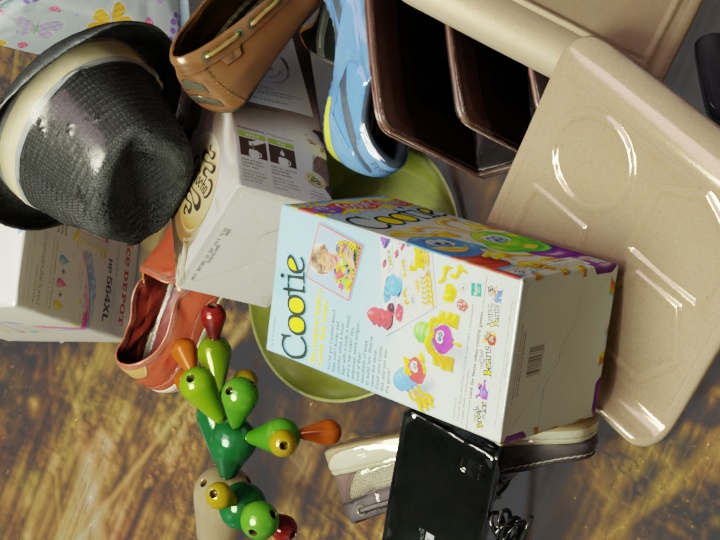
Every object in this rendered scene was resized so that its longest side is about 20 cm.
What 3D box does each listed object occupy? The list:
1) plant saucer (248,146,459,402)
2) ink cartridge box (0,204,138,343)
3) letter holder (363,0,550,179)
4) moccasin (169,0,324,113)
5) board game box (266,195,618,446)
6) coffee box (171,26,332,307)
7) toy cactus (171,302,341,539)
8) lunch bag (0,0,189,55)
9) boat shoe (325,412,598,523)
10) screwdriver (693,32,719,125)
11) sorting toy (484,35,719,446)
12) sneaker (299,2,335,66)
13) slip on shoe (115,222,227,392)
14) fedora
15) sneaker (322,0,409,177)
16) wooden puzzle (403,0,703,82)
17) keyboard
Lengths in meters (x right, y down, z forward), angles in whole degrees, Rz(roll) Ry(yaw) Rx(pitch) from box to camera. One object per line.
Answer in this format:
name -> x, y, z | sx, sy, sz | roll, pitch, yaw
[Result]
plant saucer -> 0.000, 0.000, 1.156 | 0.200, 0.031, 0.201 | -12, 71, 36
ink cartridge box -> -0.272, -0.015, 1.286 | 0.125, 0.200, 0.129 | 0, 79, 22
letter holder -> 0.079, -0.184, 1.065 | 0.100, 0.142, 0.201 | -14, 70, 35
moccasin -> -0.071, -0.209, 1.112 | 0.074, 0.078, 0.202 | 21, 67, 40
board game box -> 0.049, 0.024, 1.008 | 0.200, 0.103, 0.105 | 19, 109, 39
coffee box -> -0.087, -0.089, 1.169 | 0.113, 0.080, 0.200 | -53, 34, 39
toy cactus -> -0.089, 0.136, 1.152 | 0.200, 0.102, 0.165 | 56, 145, 41
lunch bag -> -0.240, -0.286, 1.326 | 0.127, 0.169, 0.201 | -26, 61, 45
boat shoe -> 0.070, 0.132, 1.045 | 0.200, 0.072, 0.065 | -12, 93, 28
screwdriver -> 0.238, -0.060, 0.975 | 0.028, 0.029, 0.200 | -24, 59, 33
sorting toy -> 0.166, -0.019, 0.986 | 0.185, 0.036, 0.200 | 44, 127, 28
sneaker -> 0.008, -0.244, 1.173 | 0.077, 0.078, 0.201 | 14, 88, 26
slip on shoe -> -0.142, -0.001, 1.252 | 0.074, 0.061, 0.200 | 21, 91, 42
fedora -> -0.179, -0.079, 1.116 | 0.092, 0.200, 0.201 | 46, 108, 22
sneaker -> 0.014, -0.165, 1.092 | 0.078, 0.066, 0.201 | 18, 111, 62
wooden puzzle -> 0.143, -0.224, 1.018 | 0.185, 0.037, 0.200 | 28, 82, 3
keyboard -> 0.064, 0.184, 1.021 | 0.104, 0.040, 0.200 | 28, 125, 30
